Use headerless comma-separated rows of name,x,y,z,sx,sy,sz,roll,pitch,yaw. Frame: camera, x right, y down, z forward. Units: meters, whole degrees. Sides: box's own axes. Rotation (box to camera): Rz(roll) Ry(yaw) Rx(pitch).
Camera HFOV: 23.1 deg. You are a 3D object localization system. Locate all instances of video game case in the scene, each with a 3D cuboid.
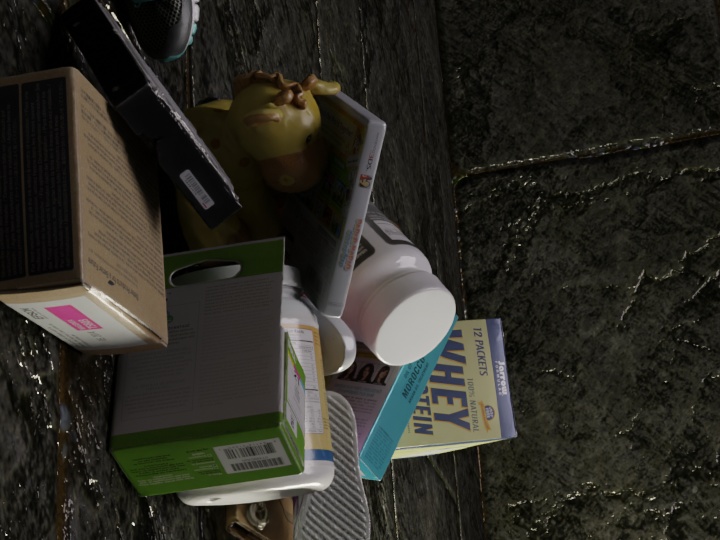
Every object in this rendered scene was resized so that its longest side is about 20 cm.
video game case,-0.032,-0.071,1.642,0.200,0.023,0.182,-134,-125,-67

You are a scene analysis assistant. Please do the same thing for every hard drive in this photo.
hard drive,-0.169,-0.131,1.411,0.140,0.038,0.200,54,-2,-35

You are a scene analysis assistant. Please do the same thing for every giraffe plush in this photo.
giraffe plush,-0.096,-0.117,1.612,0.200,0.162,0.173,49,39,-31

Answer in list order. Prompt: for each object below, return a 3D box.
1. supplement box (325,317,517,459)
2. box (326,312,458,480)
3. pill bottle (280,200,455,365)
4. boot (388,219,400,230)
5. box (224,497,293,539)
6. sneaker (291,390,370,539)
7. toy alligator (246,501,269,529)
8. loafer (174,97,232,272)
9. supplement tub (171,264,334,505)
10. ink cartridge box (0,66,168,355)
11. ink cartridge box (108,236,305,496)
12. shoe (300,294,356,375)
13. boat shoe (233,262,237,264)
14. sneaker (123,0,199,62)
supplement box,0.036,0.139,1.961,0.200,0.200,0.134,-25,-109,62
box,0.019,0.112,1.794,0.049,0.082,0.200,51,57,-41
pill bottle,0.000,0.000,1.772,0.200,0.114,0.114,47,-14,38
boot,-0.036,0.023,1.891,0.074,0.200,0.155,50,6,-5
box,-0.073,0.213,1.747,0.163,0.021,0.200,38,28,-31
sneaker,-0.039,0.221,1.683,0.114,0.073,0.201,145,-51,-69
toy alligator,-0.106,0.144,1.671,0.059,0.054,0.200,12,49,-47
loafer,-0.149,-0.091,1.721,0.063,0.072,0.200,54,30,-57
supplement tub,-0.104,0.104,1.581,0.145,0.144,0.200,40,42,-75
ink cartridge box,-0.209,-0.038,1.312,0.200,0.075,0.165,56,29,-71
ink cartridge box,-0.123,0.078,1.482,0.076,0.148,0.200,70,15,-48
shoe,-0.059,0.047,1.703,0.091,0.200,0.072,-9,109,-46
boat shoe,-0.129,-0.067,1.828,0.068,0.072,0.200,77,19,-44
sneaker,-0.207,-0.288,1.603,0.091,0.078,0.200,-16,94,-64
